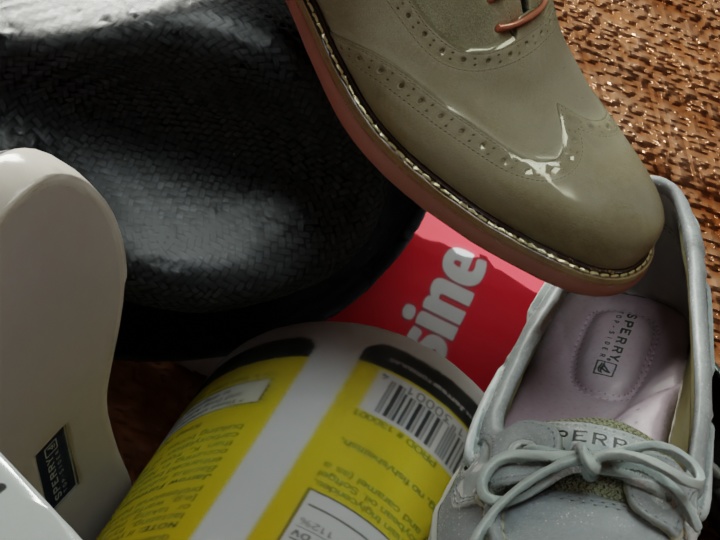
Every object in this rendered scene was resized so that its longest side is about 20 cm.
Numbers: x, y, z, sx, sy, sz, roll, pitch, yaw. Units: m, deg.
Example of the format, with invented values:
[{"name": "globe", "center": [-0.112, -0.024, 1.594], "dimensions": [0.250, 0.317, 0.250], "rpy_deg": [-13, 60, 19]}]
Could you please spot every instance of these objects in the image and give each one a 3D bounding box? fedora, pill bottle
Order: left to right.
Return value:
[{"name": "fedora", "center": [-0.061, -0.047, 0.887], "dimensions": [0.200, 0.202, 0.092], "rpy_deg": [17, 14, -17]}, {"name": "pill bottle", "center": [-0.030, 0.109, 0.854], "dimensions": [0.114, 0.115, 0.200], "rpy_deg": [30, 34, 2]}, {"name": "pill bottle", "center": [0.000, 0.000, 1.018], "dimensions": [0.199, 0.113, 0.112], "rpy_deg": [25, 34, -4]}]

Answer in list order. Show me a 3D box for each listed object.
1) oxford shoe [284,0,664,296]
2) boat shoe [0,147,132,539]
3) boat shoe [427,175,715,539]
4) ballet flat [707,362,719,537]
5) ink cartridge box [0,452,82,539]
[{"name": "oxford shoe", "center": [0.024, -0.080, 0.840], "dimensions": [0.200, 0.074, 0.071], "rpy_deg": [48, 39, -4]}, {"name": "boat shoe", "center": [-0.120, 0.021, 0.850], "dimensions": [0.093, 0.201, 0.075], "rpy_deg": [34, 58, 21]}, {"name": "boat shoe", "center": [0.066, 0.045, 0.845], "dimensions": [0.074, 0.065, 0.202], "rpy_deg": [15, 32, 8]}, {"name": "ballet flat", "center": [0.137, 0.061, 1.085], "dimensions": [0.066, 0.057, 0.200], "rpy_deg": [-11, 51, -44]}, {"name": "ink cartridge box", "center": [-0.153, 0.089, 0.736], "dimensions": [0.145, 0.083, 0.200], "rpy_deg": [-32, 48, -21]}]
